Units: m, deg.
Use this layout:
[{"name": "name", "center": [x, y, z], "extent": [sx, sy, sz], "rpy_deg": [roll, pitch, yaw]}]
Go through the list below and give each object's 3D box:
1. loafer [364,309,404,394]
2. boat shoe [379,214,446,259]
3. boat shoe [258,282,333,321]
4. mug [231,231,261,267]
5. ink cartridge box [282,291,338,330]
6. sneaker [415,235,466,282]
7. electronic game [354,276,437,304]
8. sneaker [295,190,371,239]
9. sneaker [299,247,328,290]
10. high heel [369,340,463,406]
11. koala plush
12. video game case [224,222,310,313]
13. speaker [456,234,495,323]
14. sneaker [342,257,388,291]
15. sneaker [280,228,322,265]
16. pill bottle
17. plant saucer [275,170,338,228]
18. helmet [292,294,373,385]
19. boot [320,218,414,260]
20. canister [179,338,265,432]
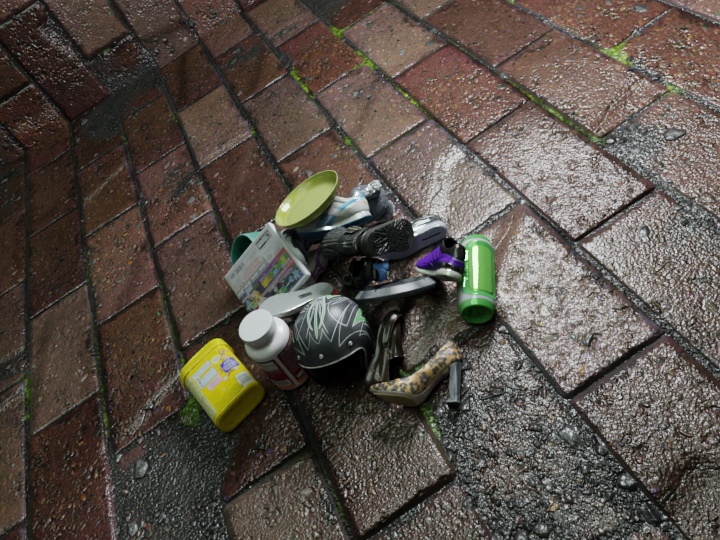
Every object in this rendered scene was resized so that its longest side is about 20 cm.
[{"name": "loafer", "center": [0.071, 0.187, 1.401], "extent": [0.070, 0.073, 0.203], "rpy_deg": [6, 65, 26]}, {"name": "boat shoe", "center": [0.126, -0.087, 1.608], "extent": [0.196, 0.073, 0.071], "rpy_deg": [-16, 37, 1]}, {"name": "boat shoe", "center": [-0.153, 0.091, 1.514], "extent": [0.197, 0.065, 0.071], "rpy_deg": [-16, 39, -25]}, {"name": "mug", "center": [-0.259, -0.020, 1.693], "extent": [0.113, 0.154, 0.185], "rpy_deg": [-11, 43, -41]}, {"name": "ink cartridge box", "center": [-0.176, 0.100, 1.620], "extent": [0.197, 0.044, 0.175], "rpy_deg": [10, 59, 34]}, {"name": "sneaker", "center": [0.195, -0.030, 1.451], "extent": [0.200, 0.068, 0.102], "rpy_deg": [-172, 98, -72]}, {"name": "electronic game", "center": [0.082, 0.049, 1.448], "extent": [0.196, 0.200, 0.043], "rpy_deg": [-11, 93, 20]}, {"name": "sneaker", "center": [-0.073, -0.137, 1.575], "extent": [0.196, 0.077, 0.082], "rpy_deg": [-18, 78, 4]}, {"name": "sneaker", "center": [-0.159, 0.016, 1.656], "extent": [0.098, 0.076, 0.201], "rpy_deg": [-8, 30, 31]}, {"name": "high heel", "center": [0.121, 0.215, 1.336], "extent": [0.195, 0.072, 0.145], "rpy_deg": [2, 58, 9]}, {"name": "koala plush", "center": [-0.011, -0.163, 1.677], "extent": [0.197, 0.178, 0.186], "rpy_deg": [-21, 57, 9]}, {"name": "video game case", "center": [-0.240, 0.015, 1.581], "extent": [0.200, 0.023, 0.183], "rpy_deg": [-47, 68, 18]}, {"name": "speaker", "center": [0.266, 0.018, 1.423], "extent": [0.087, 0.089, 0.203], "rpy_deg": [-9, 49, 21]}, {"name": "sneaker", "center": [0.000, 0.000, 1.539], "extent": [0.199, 0.081, 0.072], "rpy_deg": [-23, 48, 65]}, {"name": "sneaker", "center": [-0.144, -0.079, 1.646], "extent": [0.112, 0.077, 0.200], "rpy_deg": [-25, 27, -6]}, {"name": "pill bottle", "center": [-0.198, 0.183, 1.449], "extent": [0.111, 0.201, 0.114], "rpy_deg": [-14, 47, 16]}, {"name": "plant saucer", "center": [-0.131, -0.175, 1.578], "extent": [0.198, 0.031, 0.202], "rpy_deg": [-29, 31, 19]}, {"name": "helmet", "center": [-0.064, 0.153, 1.408], "extent": [0.196, 0.192, 0.203], "rpy_deg": [-15, 46, 16]}, {"name": "boot", "center": [0.019, -0.077, 1.518], "extent": [0.156, 0.081, 0.209], "rpy_deg": [-3, 6, 43]}, {"name": "canister", "center": [-0.340, 0.281, 1.525], "extent": [0.148, 0.087, 0.199], "rpy_deg": [-44, 47, -12]}]
